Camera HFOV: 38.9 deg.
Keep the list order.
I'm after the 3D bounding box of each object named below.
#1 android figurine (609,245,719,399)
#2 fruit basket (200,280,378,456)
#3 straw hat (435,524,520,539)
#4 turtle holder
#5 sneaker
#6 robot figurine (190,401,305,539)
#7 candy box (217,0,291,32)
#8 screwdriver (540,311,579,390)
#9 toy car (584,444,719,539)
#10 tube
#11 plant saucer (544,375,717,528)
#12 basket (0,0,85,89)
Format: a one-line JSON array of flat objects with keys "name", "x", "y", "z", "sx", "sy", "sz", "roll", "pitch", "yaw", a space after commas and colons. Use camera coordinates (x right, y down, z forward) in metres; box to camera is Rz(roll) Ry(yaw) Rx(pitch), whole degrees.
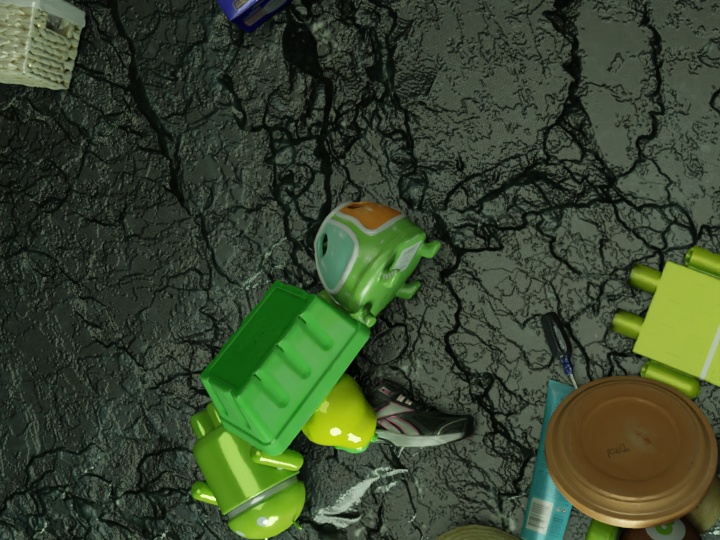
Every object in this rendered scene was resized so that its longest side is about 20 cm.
[{"name": "android figurine", "x": 0.416, "y": 0.067, "z": 1.257, "sx": 0.198, "sy": 0.041, "sz": 0.184, "roll": 20, "pitch": 91, "yaw": 16}, {"name": "fruit basket", "x": -0.070, "y": 0.144, "z": 1.281, "sx": 0.155, "sy": 0.214, "sz": 0.218, "roll": 18, "pitch": 91, "yaw": 48}, {"name": "straw hat", "x": 0.174, "y": 0.390, "z": 1.220, "sx": 0.199, "sy": 0.085, "sz": 0.203, "roll": 11, "pitch": 59, "yaw": -18}, {"name": "turtle holder", "x": 0.008, "y": -0.008, "z": 1.335, "sx": 0.131, "sy": 0.186, "sz": 0.141, "roll": 40, "pitch": 64, "yaw": 16}, {"name": "sneaker", "x": 0.048, "y": 0.185, "z": 1.329, "sx": 0.197, "sy": 0.080, "sz": 0.088, "roll": -1, "pitch": 85, "yaw": 14}, {"name": "robot figurine", "x": -0.147, "y": 0.265, "z": 1.355, "sx": 0.175, "sy": 0.115, "sz": 0.201, "roll": -36, "pitch": 78, "yaw": 38}, {"name": "candy box", "x": -0.154, "y": -0.468, "z": 1.429, "sx": 0.168, "sy": 0.077, "sz": 0.201, "roll": -33, "pitch": 80, "yaw": 12}, {"name": "screwdriver", "x": 0.269, "y": 0.147, "z": 1.285, "sx": 0.029, "sy": 0.028, "sz": 0.202, "roll": -5, "pitch": 69, "yaw": -28}, {"name": "toy car", "x": 0.379, "y": 0.274, "z": 1.207, "sx": 0.163, "sy": 0.158, "sz": 0.202, "roll": 16, "pitch": 78, "yaw": 27}, {"name": "tube", "x": 0.251, "y": 0.246, "z": 1.289, "sx": 0.077, "sy": 0.050, "sz": 0.202, "roll": 15, "pitch": 84, "yaw": 6}, {"name": "plant saucer", "x": 0.316, "y": 0.205, "z": 1.198, "sx": 0.198, "sy": 0.033, "sz": 0.202, "roll": -7, "pitch": 46, "yaw": 7}, {"name": "basket", "x": -0.524, "y": -0.343, "z": 1.490, "sx": 0.198, "sy": 0.135, "sz": 0.125, "roll": 9, "pitch": 90, "yaw": 16}]
